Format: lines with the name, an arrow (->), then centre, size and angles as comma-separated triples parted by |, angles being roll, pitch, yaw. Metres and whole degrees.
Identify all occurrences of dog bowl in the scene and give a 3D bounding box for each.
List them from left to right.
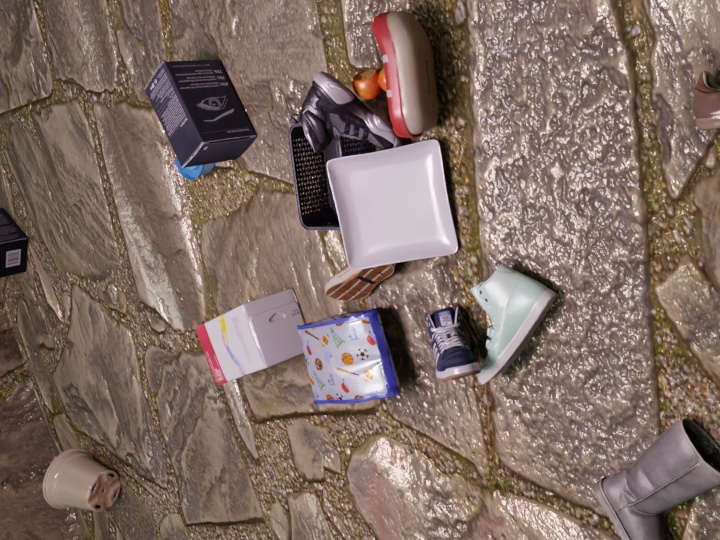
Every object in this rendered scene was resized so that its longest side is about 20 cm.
dog bowl -> -0.393, -0.309, 1.673 | 0.111, 0.049, 0.201 | -19, 90, 45

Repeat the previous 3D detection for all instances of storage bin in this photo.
storage bin -> -0.048, -0.180, 1.354 | 0.135, 0.094, 0.201 | 4, 105, 43

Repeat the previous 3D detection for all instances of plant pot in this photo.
plant pot -> -0.900, 0.705, 2.392 | 0.183, 0.200, 0.201 | 7, 108, 30

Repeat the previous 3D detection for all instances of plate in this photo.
plate -> 0.057, -0.112, 1.262 | 0.199, 0.032, 0.201 | -9, 103, 13

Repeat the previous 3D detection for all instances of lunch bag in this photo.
lunch bag -> -0.010, 0.165, 1.407 | 0.200, 0.124, 0.171 | -16, 90, 52

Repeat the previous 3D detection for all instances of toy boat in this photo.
toy boat -> 0.048, -0.313, 1.182 | 0.130, 0.130, 0.201 | -4, 100, 23

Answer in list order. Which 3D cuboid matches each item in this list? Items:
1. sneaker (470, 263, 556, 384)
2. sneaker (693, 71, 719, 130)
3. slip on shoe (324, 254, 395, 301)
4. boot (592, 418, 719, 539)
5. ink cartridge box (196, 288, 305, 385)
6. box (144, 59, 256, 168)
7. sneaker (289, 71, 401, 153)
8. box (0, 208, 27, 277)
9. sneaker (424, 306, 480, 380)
sneaker -> 0.221, 0.084, 1.191 | 0.118, 0.074, 0.201 | 38, 116, 21
sneaker -> 0.489, -0.215, 0.847 | 0.200, 0.070, 0.076 | -5, 99, 44
slip on shoe -> 0.000, 0.000, 1.392 | 0.200, 0.076, 0.061 | -39, 35, 51
boot -> 0.458, 0.335, 1.059 | 0.182, 0.072, 0.200 | 54, 126, 15
ink cartridge box -> -0.232, 0.146, 1.593 | 0.200, 0.145, 0.145 | -25, 86, 45
box -> -0.339, -0.334, 1.545 | 0.104, 0.148, 0.201 | -33, 79, 44
sneaker -> -0.028, -0.238, 1.231 | 0.114, 0.200, 0.076 | -48, 35, 13
box -> -1.248, -0.097, 2.515 | 0.200, 0.107, 0.149 | 40, 127, 29
sneaker -> 0.150, 0.119, 1.214 | 0.070, 0.200, 0.109 | -10, 89, 1
